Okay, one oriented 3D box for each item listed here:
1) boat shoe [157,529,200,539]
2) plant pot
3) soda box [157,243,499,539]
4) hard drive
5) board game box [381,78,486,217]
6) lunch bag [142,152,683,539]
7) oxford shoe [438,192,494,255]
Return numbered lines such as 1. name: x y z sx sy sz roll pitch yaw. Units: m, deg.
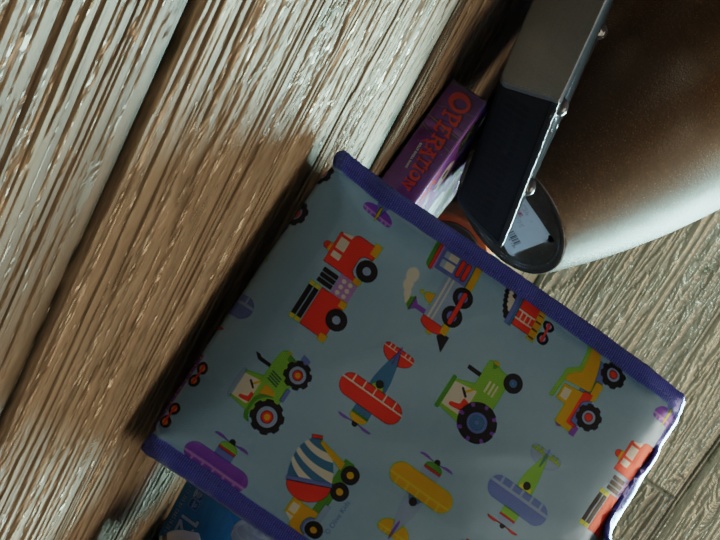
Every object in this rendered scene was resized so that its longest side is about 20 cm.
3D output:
1. boat shoe: -0.121 0.192 0.928 0.201 0.056 0.069 114 -21 -45
2. plant pot: 0.163 -0.088 1.279 0.199 0.187 0.187 -37 164 -30
3. soda box: -0.015 0.062 0.944 0.201 0.064 0.068 -62 150 1
4. hard drive: 0.112 -0.124 1.109 0.135 0.042 0.201 108 8 -49
5. board game box: 0.000 0.000 1.062 0.201 0.032 0.120 -55 168 -21
6. lunch bag: 0.033 0.073 0.833 0.151 0.199 0.094 -55 172 -7
7. oxford shoe: 0.059 0.017 1.366 0.073 0.071 0.201 -55 173 -46
